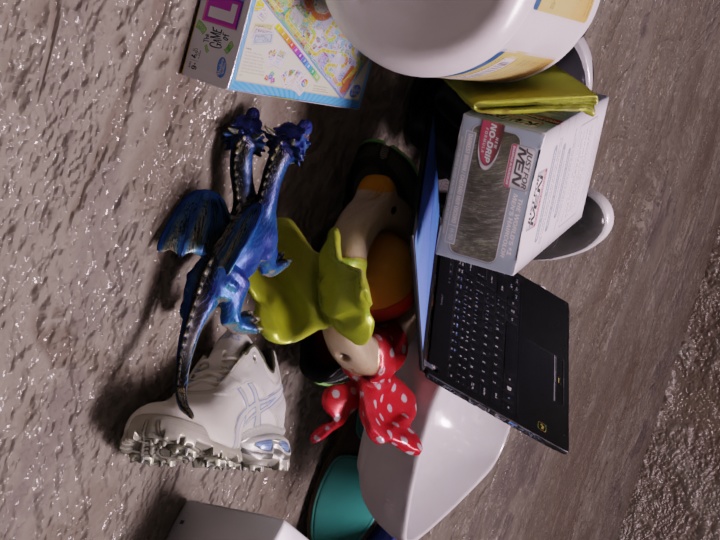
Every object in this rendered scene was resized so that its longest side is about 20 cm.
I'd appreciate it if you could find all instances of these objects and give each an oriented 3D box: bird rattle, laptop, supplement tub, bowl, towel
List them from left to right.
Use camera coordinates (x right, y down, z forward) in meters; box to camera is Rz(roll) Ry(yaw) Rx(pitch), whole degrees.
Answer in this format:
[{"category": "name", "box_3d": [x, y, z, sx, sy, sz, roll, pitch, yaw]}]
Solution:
[{"category": "bird rattle", "box_3d": [0.011, 0.028, 1.043, 0.201, 0.112, 0.164, 55, 50, -39]}, {"category": "bowl", "box_3d": [0.067, 0.106, 1.216, 0.200, 0.074, 0.202, -33, 141, -53]}, {"category": "supplement tub", "box_3d": [0.073, -0.194, 0.938, 0.200, 0.143, 0.146, -12, 120, -66]}, {"category": "laptop", "box_3d": [0.100, 0.004, 1.083, 0.103, 0.199, 0.178, -51, -163, 35]}, {"category": "towel", "box_3d": [0.104, -0.131, 1.035, 0.200, 0.085, 0.018, -109, -165, -73]}]

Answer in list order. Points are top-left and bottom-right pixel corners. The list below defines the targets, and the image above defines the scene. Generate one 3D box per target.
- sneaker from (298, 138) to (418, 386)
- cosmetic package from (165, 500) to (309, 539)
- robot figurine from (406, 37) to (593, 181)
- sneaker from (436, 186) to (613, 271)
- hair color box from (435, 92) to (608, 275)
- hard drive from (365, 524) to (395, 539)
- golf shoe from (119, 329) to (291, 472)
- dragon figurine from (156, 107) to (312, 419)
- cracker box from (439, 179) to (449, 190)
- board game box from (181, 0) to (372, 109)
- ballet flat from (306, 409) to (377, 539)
[{"category": "sneaker", "box_3d": [0.000, 0.000, 1.122, 0.084, 0.076, 0.202, -26, 130, -66]}, {"category": "cosmetic package", "box_3d": [-0.070, 0.304, 1.028, 0.200, 0.122, 0.201, 44, 63, -33]}, {"category": "robot figurine", "box_3d": [0.119, -0.144, 1.220, 0.200, 0.149, 0.126, -44, 126, -49]}, {"category": "sneaker", "box_3d": [0.105, -0.030, 1.206, 0.099, 0.198, 0.071, -30, 114, -52]}, {"category": "hair color box", "box_3d": [0.119, -0.072, 1.046, 0.200, 0.060, 0.100, -32, 136, -65]}, {"category": "hard drive", "box_3d": [0.004, 0.251, 1.320, 0.132, 0.025, 0.200, -34, -173, 41]}, {"category": "golf shoe", "box_3d": [-0.102, 0.085, 0.976, 0.200, 0.077, 0.098, 28, 65, -75]}, {"category": "dragon figurine", "box_3d": [-0.087, -0.013, 0.913, 0.100, 0.058, 0.201, 81, 31, -49]}, {"category": "cracker box", "box_3d": [0.109, -0.060, 1.368, 0.202, 0.057, 0.134, -66, 160, -9]}, {"category": "board game box", "box_3d": [-0.035, -0.177, 0.935, 0.200, 0.034, 0.136, -5, 113, -67]}, {"category": "ballet flat", "box_3d": [0.003, 0.157, 1.307, 0.072, 0.067, 0.202, -38, 143, -87]}]
